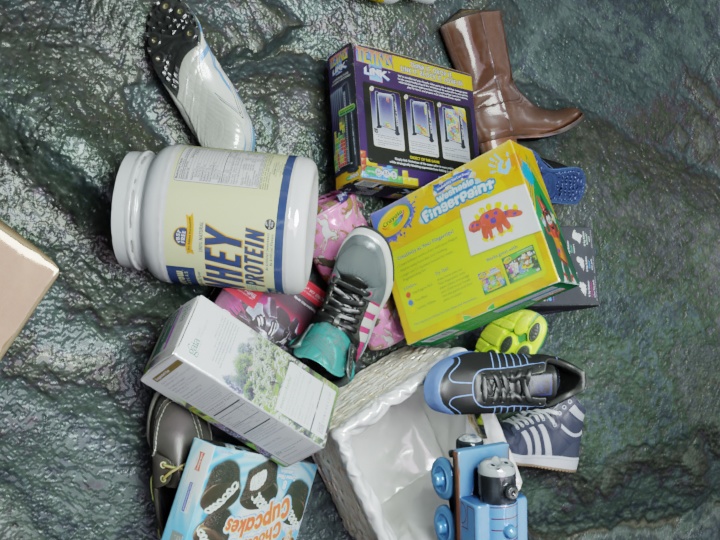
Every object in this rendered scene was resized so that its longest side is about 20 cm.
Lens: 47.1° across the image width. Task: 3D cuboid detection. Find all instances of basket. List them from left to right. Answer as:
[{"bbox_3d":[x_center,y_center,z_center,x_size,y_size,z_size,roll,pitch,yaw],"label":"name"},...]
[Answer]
[{"bbox_3d":[0.055,0.216,1.003,0.198,0.160,0.201,-29,103,-21],"label":"basket"}]

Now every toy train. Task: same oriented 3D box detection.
[{"bbox_3d":[0.134,0.283,0.893,0.085,0.114,0.204,-2,93,-27],"label":"toy train"}]

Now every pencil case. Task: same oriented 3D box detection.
[{"bbox_3d":[0.000,0.000,1.016,0.086,0.083,0.202,-25,106,18],"label":"pencil case"}]

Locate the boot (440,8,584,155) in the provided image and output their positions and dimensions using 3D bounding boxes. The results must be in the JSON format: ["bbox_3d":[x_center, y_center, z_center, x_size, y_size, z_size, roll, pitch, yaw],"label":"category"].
[{"bbox_3d":[0.208,-0.272,1.125,0.184,0.064,0.203,-21,96,-25],"label":"boot"}]

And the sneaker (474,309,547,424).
[{"bbox_3d":[0.189,0.117,1.078,0.083,0.201,0.074,-24,60,-39],"label":"sneaker"}]

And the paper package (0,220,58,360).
[{"bbox_3d":[-0.426,0.014,0.796,0.199,0.103,0.192,38,77,-22],"label":"paper package"}]

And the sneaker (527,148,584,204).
[{"bbox_3d":[0.211,-0.121,1.083,0.198,0.077,0.071,7,94,-44],"label":"sneaker"}]

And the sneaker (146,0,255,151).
[{"bbox_3d":[-0.182,-0.211,0.939,0.071,0.072,0.202,-25,91,6],"label":"sneaker"}]

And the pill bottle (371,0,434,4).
[{"bbox_3d":[0.007,-0.386,0.992,0.197,0.111,0.113,9,88,-26],"label":"pill bottle"}]

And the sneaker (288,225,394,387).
[{"bbox_3d":[-0.026,0.057,0.930,0.082,0.202,0.121,21,37,11],"label":"sneaker"}]

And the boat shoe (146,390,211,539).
[{"bbox_3d":[-0.195,0.225,0.909,0.070,0.061,0.205,-5,109,-12],"label":"boat shoe"}]

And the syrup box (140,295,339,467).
[{"bbox_3d":[-0.126,0.122,0.889,0.199,0.081,0.080,36,45,-21],"label":"syrup box"}]

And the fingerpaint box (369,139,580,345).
[{"bbox_3d":[0.127,-0.026,0.950,0.073,0.198,0.169,7,61,-55],"label":"fingerpaint box"}]

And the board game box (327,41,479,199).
[{"bbox_3d":[0.057,-0.173,1.016,0.198,0.056,0.168,5,75,-37],"label":"board game box"}]

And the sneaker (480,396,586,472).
[{"bbox_3d":[0.233,0.211,1.138,0.198,0.070,0.110,16,89,-32],"label":"sneaker"}]

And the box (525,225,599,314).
[{"bbox_3d":[0.196,0.002,1.081,0.197,0.122,0.108,0,82,-27],"label":"box"}]

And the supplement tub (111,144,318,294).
[{"bbox_3d":[-0.149,-0.055,0.877,0.196,0.145,0.148,5,89,1],"label":"supplement tub"}]

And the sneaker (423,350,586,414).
[{"bbox_3d":[0.166,0.124,0.928,0.197,0.077,0.072,-4,90,-33],"label":"sneaker"}]

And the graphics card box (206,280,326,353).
[{"bbox_3d":[-0.136,0.079,0.968,0.125,0.051,0.202,37,77,-22],"label":"graphics card box"}]

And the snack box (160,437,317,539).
[{"bbox_3d":[-0.130,0.261,0.929,0.199,0.037,0.118,30,75,-55],"label":"snack box"}]
